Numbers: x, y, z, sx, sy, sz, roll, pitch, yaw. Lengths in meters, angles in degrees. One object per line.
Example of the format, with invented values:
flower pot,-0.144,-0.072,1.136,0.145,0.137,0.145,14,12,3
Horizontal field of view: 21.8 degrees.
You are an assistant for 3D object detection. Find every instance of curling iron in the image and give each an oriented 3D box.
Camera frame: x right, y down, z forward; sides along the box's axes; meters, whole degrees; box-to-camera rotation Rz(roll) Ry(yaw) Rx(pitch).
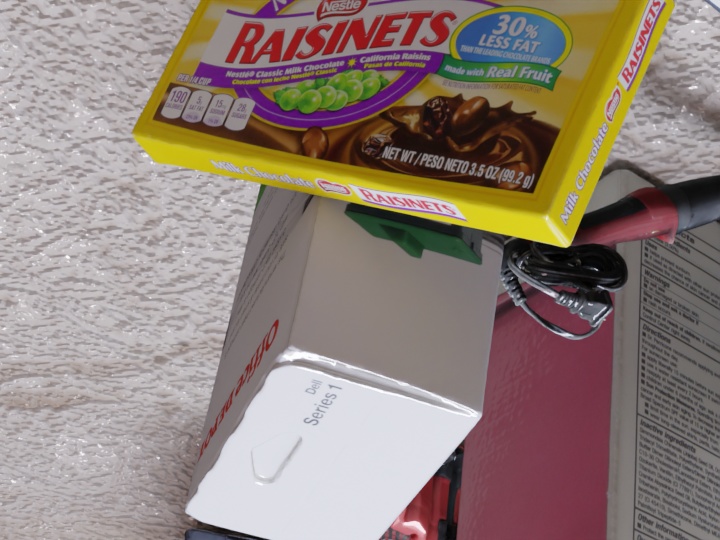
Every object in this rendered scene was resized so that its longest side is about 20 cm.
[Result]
curling iron,0.129,-0.016,0.789,0.199,0.050,0.026,-21,155,-44

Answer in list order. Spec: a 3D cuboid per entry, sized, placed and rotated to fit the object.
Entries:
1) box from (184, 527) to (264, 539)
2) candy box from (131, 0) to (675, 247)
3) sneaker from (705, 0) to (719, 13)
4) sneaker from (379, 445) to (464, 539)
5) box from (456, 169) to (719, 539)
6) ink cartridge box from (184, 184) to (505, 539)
box,-0.019,0.232,1.130,0.195,0.118,0.200,10,168,-3
candy box,0.010,-0.074,0.702,0.199,0.103,0.026,13,157,37
sneaker,0.147,-0.153,0.641,0.201,0.078,0.146,21,150,-28
sneaker,0.006,0.128,1.080,0.200,0.071,0.098,28,151,-35
box,0.127,0.079,0.871,0.127,0.201,0.109,28,140,-27
ink cartridge box,0.000,0.000,0.783,0.084,0.201,0.146,18,144,-11
